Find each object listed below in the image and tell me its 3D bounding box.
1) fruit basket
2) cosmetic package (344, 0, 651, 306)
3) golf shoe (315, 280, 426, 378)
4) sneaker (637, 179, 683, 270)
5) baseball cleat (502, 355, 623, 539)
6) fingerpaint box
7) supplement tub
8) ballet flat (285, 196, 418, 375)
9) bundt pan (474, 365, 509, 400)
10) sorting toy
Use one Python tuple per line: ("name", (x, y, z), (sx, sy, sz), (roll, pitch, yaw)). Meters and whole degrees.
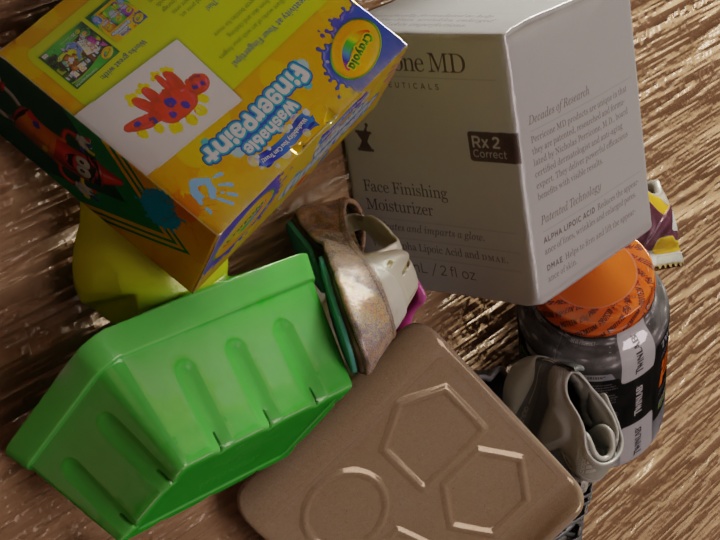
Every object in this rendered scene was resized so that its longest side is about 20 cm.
("fruit basket", (-0.126, 0.035, 1.116), (0.215, 0.156, 0.217), (22, 43, -22))
("cosmetic package", (0.099, -0.103, 1.323), (0.165, 0.164, 0.201), (-31, 118, -44))
("golf shoe", (-0.012, 0.082, 1.274), (0.075, 0.091, 0.201), (19, 83, -52))
("sneaker", (0.204, -0.038, 1.551), (0.199, 0.075, 0.091), (-3, 80, -50))
("baseball cleat", (0.152, 0.167, 1.360), (0.069, 0.106, 0.202), (-17, 105, -34))
("fingerpaint box", (-0.097, -0.113, 1.077), (0.200, 0.167, 0.073), (-49, 175, -35))
("supplement tub", (0.189, 0.062, 1.453), (0.123, 0.122, 0.201), (-56, 156, -29))
("ballet flat", (0.000, 0.000, 1.198), (0.067, 0.200, 0.068), (-18, 121, -5))
("bundt pan", (0.071, 0.170, 1.403), (0.201, 0.075, 0.204), (-13, 107, -50))
("sorting toy", (0.037, 0.160, 1.274), (0.185, 0.036, 0.200), (-44, 114, 0))
